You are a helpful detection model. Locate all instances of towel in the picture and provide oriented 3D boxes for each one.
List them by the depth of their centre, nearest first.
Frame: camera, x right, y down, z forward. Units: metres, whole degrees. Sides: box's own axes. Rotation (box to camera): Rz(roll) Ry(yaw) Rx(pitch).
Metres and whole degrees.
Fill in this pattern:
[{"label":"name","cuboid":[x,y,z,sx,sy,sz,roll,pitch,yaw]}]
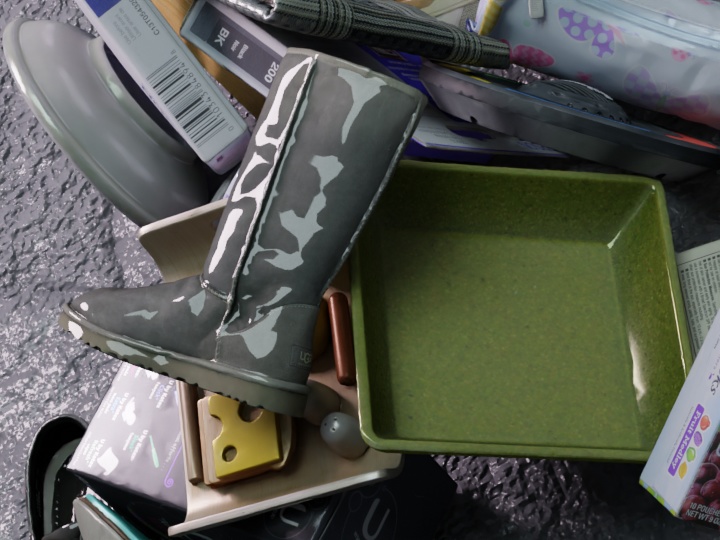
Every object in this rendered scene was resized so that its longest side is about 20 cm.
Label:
[{"label":"towel","cuboid":[-0.029,-0.174,1.508,0.200,0.192,0.035,29,107,51]}]

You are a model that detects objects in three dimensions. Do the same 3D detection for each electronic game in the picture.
[{"label":"electronic game","cuboid":[0.132,-0.097,1.513,0.199,0.200,0.042,22,98,37]}]

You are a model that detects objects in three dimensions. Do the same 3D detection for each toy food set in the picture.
[{"label":"toy food set","cuboid":[-0.059,0.048,1.417,0.143,0.060,0.201,-18,62,20]}]

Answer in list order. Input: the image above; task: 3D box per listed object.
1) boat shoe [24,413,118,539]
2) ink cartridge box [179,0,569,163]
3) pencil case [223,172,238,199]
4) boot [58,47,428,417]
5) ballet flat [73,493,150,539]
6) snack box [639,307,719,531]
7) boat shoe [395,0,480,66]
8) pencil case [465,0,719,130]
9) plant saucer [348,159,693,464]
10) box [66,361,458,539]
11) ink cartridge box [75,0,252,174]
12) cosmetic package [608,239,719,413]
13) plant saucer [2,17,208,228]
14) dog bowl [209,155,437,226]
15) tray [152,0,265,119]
[{"label":"boat shoe","cuboid":[-0.182,0.187,1.568,0.073,0.063,0.202,-20,53,12]},{"label":"ink cartridge box","cuboid":[0.012,-0.113,1.575,0.200,0.198,0.044,37,108,27]},{"label":"pencil case","cuboid":[0.000,0.000,1.501,0.091,0.083,0.200,-35,61,-16]},{"label":"boot","cuboid":[-0.069,-0.032,1.377,0.181,0.073,0.201,16,91,23]},{"label":"ballet flat","cuboid":[-0.116,0.213,1.484,0.200,0.067,0.064,33,81,21]},{"label":"snack box","cuboid":[0.258,0.055,1.313,0.201,0.142,0.053,-66,26,12]},{"label":"boat shoe","cuboid":[0.115,-0.187,1.640,0.199,0.065,0.072,-25,9,-30]},{"label":"pencil case","cuboid":[0.171,-0.153,1.540,0.199,0.091,0.083,20,65,4]},{"label":"plant saucer","cuboid":[0.087,0.033,1.394,0.198,0.048,0.201,3,54,-11]},{"label":"box","cuboid":[-0.061,0.128,1.499,0.199,0.122,0.106,14,69,36]},{"label":"ink cartridge box","cuboid":[-0.144,-0.152,1.610,0.043,0.200,0.197,-38,89,-2]},{"label":"cosmetic package","cuboid":[0.246,0.033,1.434,0.199,0.071,0.106,-18,52,17]},{"label":"plant saucer","cuboid":[-0.162,-0.107,1.662,0.050,0.200,0.201,-39,48,14]},{"label":"dog bowl","cuboid":[-0.023,-0.016,1.623,0.199,0.059,0.201,-14,54,20]},{"label":"tray","cuboid":[-0.077,-0.165,1.730,0.200,0.098,0.037,46,125,41]}]
